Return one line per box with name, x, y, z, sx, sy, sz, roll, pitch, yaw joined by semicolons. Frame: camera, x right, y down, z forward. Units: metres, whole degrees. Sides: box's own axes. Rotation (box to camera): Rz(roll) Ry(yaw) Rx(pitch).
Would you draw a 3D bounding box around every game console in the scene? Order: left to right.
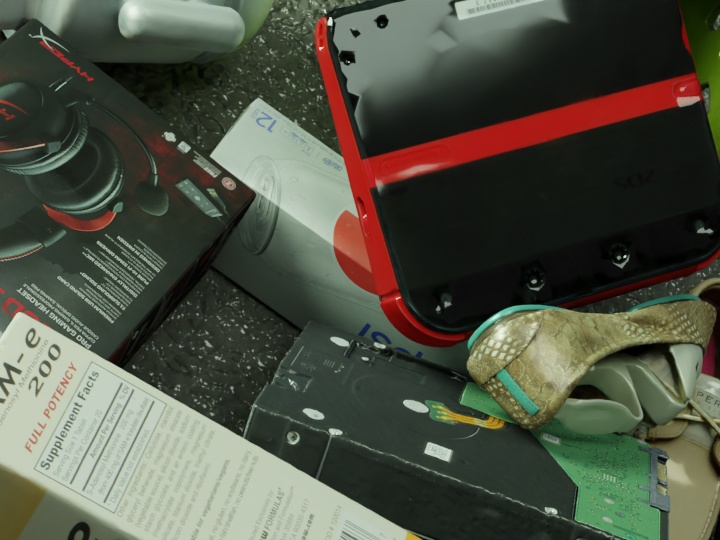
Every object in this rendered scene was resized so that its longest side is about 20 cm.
game console;0.088;-0.066;0.913;0.198;0.031;0.178;-15;89;-17

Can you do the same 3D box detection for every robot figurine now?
robot figurine;-0.127;-0.172;0.981;0.199;0.114;0.170;-3;42;-34

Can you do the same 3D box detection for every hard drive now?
hard drive;0.050;0.091;0.857;0.198;0.038;0.140;19;18;4

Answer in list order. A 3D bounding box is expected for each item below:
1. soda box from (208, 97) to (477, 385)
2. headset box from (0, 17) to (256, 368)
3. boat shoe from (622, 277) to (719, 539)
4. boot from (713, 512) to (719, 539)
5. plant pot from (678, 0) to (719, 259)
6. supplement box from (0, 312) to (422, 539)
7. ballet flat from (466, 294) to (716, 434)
soda box;0.000;0.000;0.951;0.199;0.068;0.064;36;43;-3
headset box;-0.164;-0.009;0.845;0.148;0.075;0.200;38;43;0
boat shoe;0.181;0.080;0.999;0.073;0.069;0.201;26;44;-12
boot;0.250;0.214;0.927;0.150;0.073;0.201;29;49;-17
plant pot;0.122;-0.130;1.028;0.198;0.181;0.202;21;85;-15
supplement box;-0.090;0.122;0.745;0.199;0.126;0.074;30;45;-7
ballet flat;0.131;0.054;0.913;0.199;0.071;0.066;-5;55;-46
